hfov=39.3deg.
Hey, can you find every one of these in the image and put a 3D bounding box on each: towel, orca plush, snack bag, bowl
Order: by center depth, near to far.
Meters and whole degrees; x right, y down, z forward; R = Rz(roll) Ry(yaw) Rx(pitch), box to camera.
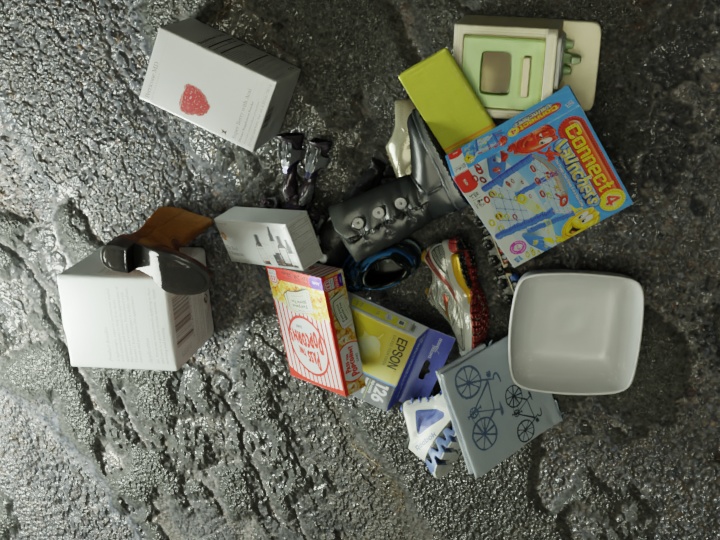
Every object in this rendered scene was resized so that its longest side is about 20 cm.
[{"bbox_3d":[0.140,-0.214,1.427,0.086,0.018,0.200,-25,112,28],"label":"towel"},{"bbox_3d":[0.325,0.087,1.550,0.199,0.075,0.201,2,110,2],"label":"bowl"},{"bbox_3d":[0.001,-0.072,1.579,0.071,0.105,0.200,39,88,30],"label":"orca plush"},{"bbox_3d":[0.223,0.199,1.596,0.021,0.199,0.190,3,117,60],"label":"snack bag"}]

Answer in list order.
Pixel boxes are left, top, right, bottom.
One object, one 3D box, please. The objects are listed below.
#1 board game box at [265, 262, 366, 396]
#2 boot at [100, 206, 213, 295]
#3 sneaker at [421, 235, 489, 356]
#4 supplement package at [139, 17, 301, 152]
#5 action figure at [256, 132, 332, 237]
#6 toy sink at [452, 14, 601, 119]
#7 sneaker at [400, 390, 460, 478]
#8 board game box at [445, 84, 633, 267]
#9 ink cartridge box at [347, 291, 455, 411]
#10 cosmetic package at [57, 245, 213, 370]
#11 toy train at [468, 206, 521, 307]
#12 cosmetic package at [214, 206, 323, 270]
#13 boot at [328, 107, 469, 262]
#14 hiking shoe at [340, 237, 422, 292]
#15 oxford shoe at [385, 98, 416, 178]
[{"bbox_3d":[-0.070,0.086,1.599,0.151,0.046,0.201,12,120,50],"label":"board game box"},{"bbox_3d":[-0.289,-0.035,1.622,0.187,0.200,0.069,9,114,16],"label":"boot"},{"bbox_3d":[0.151,0.045,1.605,0.082,0.078,0.201,-8,102,29],"label":"sneaker"},{"bbox_3d":[-0.215,-0.288,1.552,0.199,0.120,0.122,25,115,6],"label":"supplement package"},{"bbox_3d":[-0.103,-0.116,1.609,0.129,0.069,0.201,15,109,19],"label":"action figure"},{"bbox_3d":[0.235,-0.286,1.431,0.199,0.112,0.131,7,112,13],"label":"toy sink"},{"bbox_3d":[0.129,0.223,1.642,0.115,0.081,0.200,28,89,28],"label":"sneaker"},{"bbox_3d":[0.253,-0.127,1.420,0.195,0.056,0.200,-29,127,15],"label":"board game box"},{"bbox_3d":[0.032,0.144,1.651,0.199,0.047,0.198,25,134,7],"label":"ink cartridge box"},{"bbox_3d":[-0.375,0.060,1.699,0.199,0.165,0.166,2,110,14],"label":"cosmetic package"},{"bbox_3d":[0.218,-0.031,1.575,0.046,0.034,0.201,-20,103,8],"label":"toy train"},{"bbox_3d":[-0.149,-0.052,1.599,0.199,0.051,0.083,6,122,50],"label":"cosmetic package"},{"bbox_3d":[0.041,-0.125,1.494,0.199,0.066,0.166,-25,89,23],"label":"boot"},{"bbox_3d":[0.000,0.000,1.615,0.199,0.087,0.075,-19,103,21],"label":"hiking shoe"},{"bbox_3d":[0.077,-0.167,1.552,0.073,0.071,0.201,14,107,25],"label":"oxford shoe"}]
